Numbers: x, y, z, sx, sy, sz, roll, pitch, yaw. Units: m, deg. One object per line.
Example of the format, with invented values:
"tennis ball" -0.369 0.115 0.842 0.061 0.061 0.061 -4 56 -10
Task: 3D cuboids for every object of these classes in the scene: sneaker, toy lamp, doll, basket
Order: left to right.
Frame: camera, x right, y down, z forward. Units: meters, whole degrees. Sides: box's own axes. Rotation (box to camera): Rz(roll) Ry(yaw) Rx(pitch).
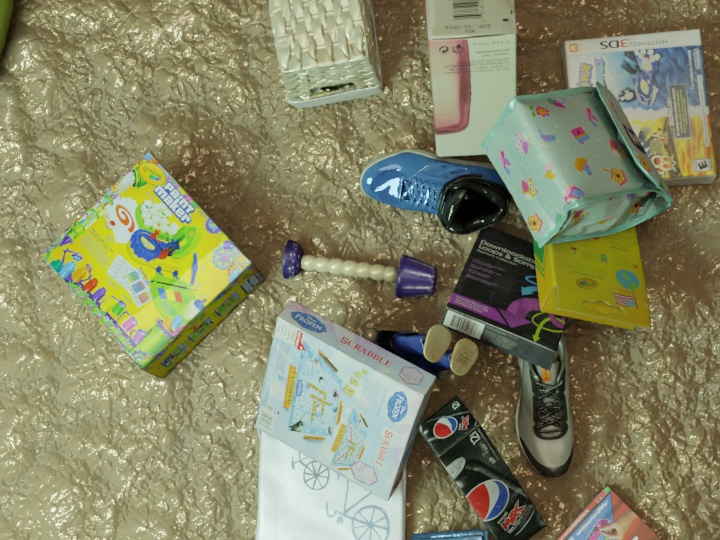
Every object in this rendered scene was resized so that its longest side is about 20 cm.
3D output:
"basket" -0.050 -0.334 1.739 0.134 0.123 0.203 -9 80 4
"toy lamp" 0.000 0.000 1.709 0.197 0.058 0.059 9 80 9
"doll" 0.068 0.100 1.614 0.136 0.200 0.049 28 77 -21
"sneaker" 0.095 -0.099 1.684 0.197 0.111 0.078 7 115 2
"sneaker" 0.229 0.156 1.650 0.073 0.079 0.203 -4 81 2

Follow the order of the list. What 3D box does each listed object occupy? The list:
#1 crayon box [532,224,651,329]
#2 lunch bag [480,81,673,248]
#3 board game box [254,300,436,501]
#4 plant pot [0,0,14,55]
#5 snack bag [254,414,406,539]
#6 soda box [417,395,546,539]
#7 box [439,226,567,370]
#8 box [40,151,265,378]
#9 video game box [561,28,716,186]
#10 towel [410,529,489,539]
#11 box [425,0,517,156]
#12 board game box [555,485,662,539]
"crayon box" 0.281 -0.004 1.625 0.125 0.051 0.202 12 46 -10
"lunch bag" 0.278 -0.134 1.616 0.198 0.122 0.172 -12 63 -30
"board game box" -0.023 0.160 1.599 0.198 0.201 0.041 28 43 13
"plant pot" -0.547 -0.334 1.767 0.185 0.187 0.203 1 94 5
"snack bag" -0.039 0.268 1.680 0.197 0.021 0.191 -1 79 7
"soda box" 0.147 0.248 1.585 0.063 0.071 0.201 -36 123 -2
"box" 0.190 0.028 1.632 0.142 0.201 0.036 21 126 5
"box" -0.263 -0.004 1.696 0.192 0.122 0.200 -43 79 -4
"video game box" 0.362 -0.208 1.723 0.180 0.047 0.203 -5 79 6
"towel" 0.113 0.422 1.616 0.110 0.048 0.203 -8 79 20
"box" 0.140 -0.258 1.655 0.107 0.201 0.129 -3 50 4
"board game box" 0.274 0.376 1.636 0.103 0.019 0.200 43 85 9
